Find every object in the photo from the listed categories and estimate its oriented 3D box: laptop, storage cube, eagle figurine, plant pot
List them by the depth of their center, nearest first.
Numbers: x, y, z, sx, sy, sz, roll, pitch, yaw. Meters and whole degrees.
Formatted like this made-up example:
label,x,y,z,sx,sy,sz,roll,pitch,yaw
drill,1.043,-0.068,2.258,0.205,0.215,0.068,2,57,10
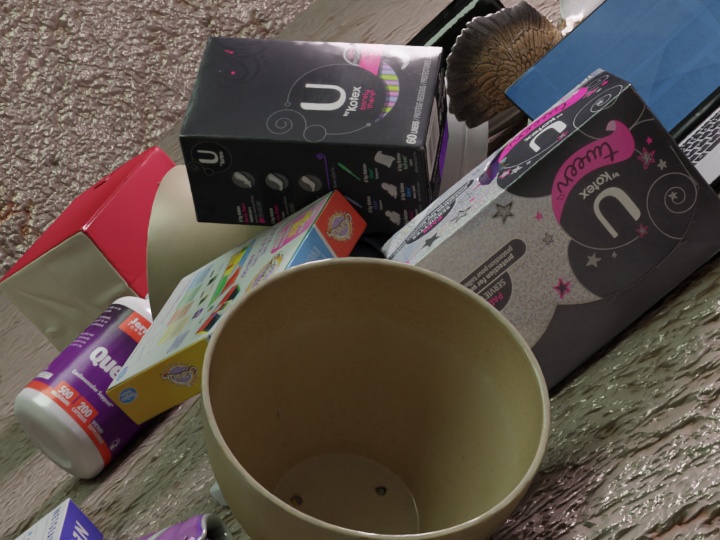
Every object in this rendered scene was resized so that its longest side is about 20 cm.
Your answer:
label,x,y,z,sx,sy,sz,roll,pitch,yaw
plant pot,0.001,0.112,1.176,0.200,0.200,0.135,-51,-18,-39
laptop,0.240,-0.151,1.493,0.187,0.116,0.200,-42,14,-8
eagle figurine,0.165,-0.163,1.725,0.152,0.151,0.200,-16,8,14
plant pot,-0.100,-0.001,1.839,0.134,0.201,0.200,-2,27,16
storage cube,-0.274,-0.004,2.288,0.200,0.171,0.180,-28,18,40

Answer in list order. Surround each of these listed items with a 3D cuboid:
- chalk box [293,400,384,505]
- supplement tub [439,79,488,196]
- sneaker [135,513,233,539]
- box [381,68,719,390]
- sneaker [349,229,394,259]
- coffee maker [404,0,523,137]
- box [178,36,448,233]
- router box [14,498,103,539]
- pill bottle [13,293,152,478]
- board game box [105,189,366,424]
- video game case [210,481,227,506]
label,x,y,z,sx,sy,sz,roll,pitch,yaw
chalk box,-0.019,0.097,1.362,0.124,0.125,0.200,-40,15,-3
supplement tub,0.003,-0.117,1.783,0.132,0.200,0.132,-174,90,-78
sneaker,-0.152,0.236,1.405,0.114,0.073,0.201,-29,17,29
box,0.131,-0.022,1.332,0.200,0.132,0.115,-40,12,3
sneaker,0.000,-0.002,1.686,0.146,0.077,0.202,-29,7,-30
coffee maker,0.060,-0.185,1.933,0.200,0.192,0.135,-38,-15,-3
box,-0.034,-0.111,1.617,0.200,0.106,0.122,3,49,10
router box,-0.306,0.296,1.668,0.179,0.049,0.200,-38,13,7
pill bottle,-0.241,0.105,1.977,0.200,0.112,0.112,-46,15,-23
board game box,-0.100,0.030,1.583,0.200,0.040,0.153,-28,22,41
video game case,-0.013,0.099,1.575,0.200,0.023,0.182,-28,18,44
